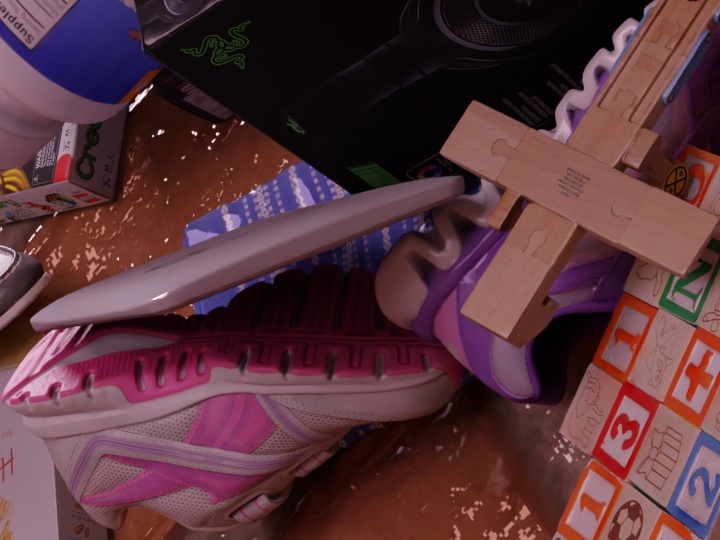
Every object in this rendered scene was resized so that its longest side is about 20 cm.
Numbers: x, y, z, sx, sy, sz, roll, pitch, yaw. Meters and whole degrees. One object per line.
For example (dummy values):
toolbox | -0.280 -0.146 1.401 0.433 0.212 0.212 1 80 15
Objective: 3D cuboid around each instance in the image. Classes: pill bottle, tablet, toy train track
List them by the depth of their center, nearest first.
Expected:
toy train track | 0.103 -0.059 0.707 0.114 0.032 0.201 30 86 39
tablet | -0.052 -0.006 0.799 0.200 0.129 0.014 -11 101 68
pill bottle | -0.123 -0.139 0.933 0.200 0.112 0.113 -42 48 26

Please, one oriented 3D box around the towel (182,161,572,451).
towel | 0.000 0.000 0.886 0.199 0.024 0.146 -30 55 32

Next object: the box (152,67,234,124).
box | -0.022 -0.184 0.966 0.199 0.048 0.160 -28 54 34

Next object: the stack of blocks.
stack of blocks | 0.118 0.068 0.688 0.201 0.058 0.115 -67 22 5

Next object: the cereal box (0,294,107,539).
cereal box | -0.185 0.131 1.000 0.143 0.039 0.201 -30 53 31

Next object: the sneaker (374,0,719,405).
sneaker | 0.102 -0.024 0.763 0.200 0.080 0.089 -45 64 13

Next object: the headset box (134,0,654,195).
headset box | 0.025 -0.124 0.782 0.199 0.174 0.093 -28 56 22

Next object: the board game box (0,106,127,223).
board game box | -0.170 -0.128 1.099 0.126 0.034 0.202 -9 67 43

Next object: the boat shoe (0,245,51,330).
boat shoe | -0.228 0.014 1.043 0.067 0.057 0.199 -49 19 -30

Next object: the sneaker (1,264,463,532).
sneaker | -0.046 0.059 0.850 0.198 0.089 0.082 -8 29 23
